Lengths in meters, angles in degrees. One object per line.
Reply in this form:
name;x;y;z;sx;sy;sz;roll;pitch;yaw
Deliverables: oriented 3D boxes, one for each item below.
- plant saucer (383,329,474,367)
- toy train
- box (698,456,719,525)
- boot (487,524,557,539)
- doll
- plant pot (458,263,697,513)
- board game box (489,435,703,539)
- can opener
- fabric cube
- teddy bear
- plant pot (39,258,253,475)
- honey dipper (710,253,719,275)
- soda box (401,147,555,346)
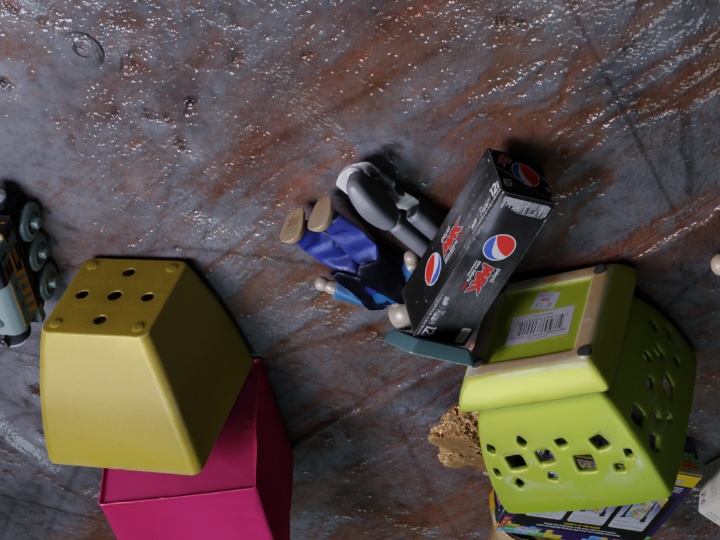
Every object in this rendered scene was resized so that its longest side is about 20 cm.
plant saucer;0.071;0.080;1.548;0.069;0.019;0.200;12;180;-6
toy train;-0.411;-0.001;1.690;0.084;0.115;0.201;9;140;11
box;0.479;0.230;1.658;0.082;0.069;0.200;30;140;-13
boot;0.240;0.413;1.967;0.173;0.067;0.201;17;140;0
doll;0.000;0.000;1.587;0.136;0.049;0.200;-20;134;36
plant pot;0.220;0.115;1.528;0.198;0.200;0.182;-11;127;32
board game box;0.273;0.252;1.719;0.198;0.057;0.166;11;134;-17
can opener;0.052;-0.043;1.510;0.199;0.067;0.052;36;137;-28
fabric cube;-0.198;0.254;1.815;0.194;0.201;0.200;-7;137;7
teddy bear;0.166;0.213;1.772;0.199;0.067;0.145;29;149;-23
plant pot;-0.262;0.097;1.698;0.198;0.201;0.178;2;130;19
honey dipper;0.429;-0.024;1.408;0.199;0.038;0.038;-18;129;39
soda box;0.114;-0.021;1.455;0.063;0.071;0.201;13;128;-23
